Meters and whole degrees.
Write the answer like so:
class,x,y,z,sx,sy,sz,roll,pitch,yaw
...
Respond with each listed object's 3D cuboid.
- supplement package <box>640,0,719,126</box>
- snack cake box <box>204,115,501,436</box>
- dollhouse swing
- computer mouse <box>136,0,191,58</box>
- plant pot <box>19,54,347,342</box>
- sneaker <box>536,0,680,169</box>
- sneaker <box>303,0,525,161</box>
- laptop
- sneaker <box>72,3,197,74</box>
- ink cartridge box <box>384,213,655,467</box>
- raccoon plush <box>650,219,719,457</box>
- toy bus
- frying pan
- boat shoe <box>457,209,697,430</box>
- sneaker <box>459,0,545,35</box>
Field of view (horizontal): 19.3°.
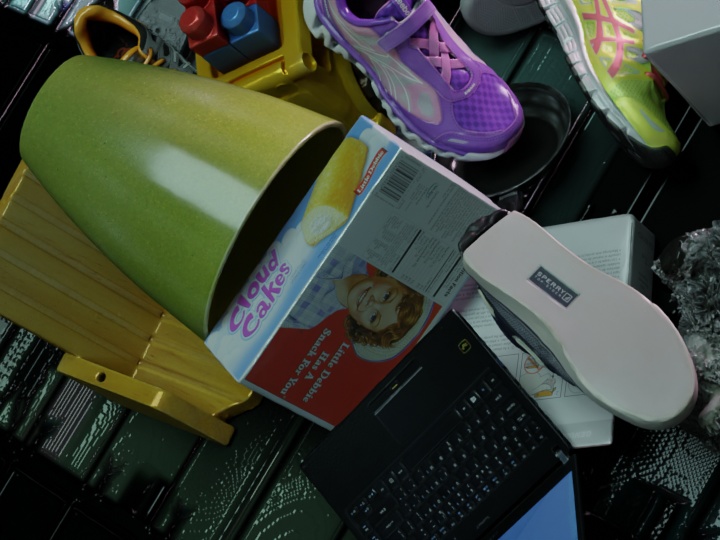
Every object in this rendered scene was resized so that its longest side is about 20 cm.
class,x,y,z,sx,sy,sz,roll,pitch,yaw
supplement package,0.304,-0.198,1.452,0.200,0.120,0.121,-14,60,28
snack cake box,-0.002,0.007,1.494,0.200,0.115,0.067,-55,36,6
dollhouse swing,-0.164,-0.006,1.636,0.182,0.176,0.200,17,75,40
computer mouse,-0.197,-0.152,1.839,0.059,0.034,0.200,30,89,21
plant pot,-0.142,-0.073,1.556,0.200,0.187,0.187,30,84,14
sneaker,0.196,-0.161,1.538,0.090,0.078,0.200,-29,54,10
sneaker,0.039,-0.163,1.552,0.200,0.088,0.080,43,70,11
laptop,0.050,0.162,1.411,0.200,0.103,0.177,50,117,13
sneaker,-0.170,-0.153,1.767,0.200,0.077,0.078,38,88,23
ink cartridge box,0.105,0.058,1.501,0.200,0.045,0.176,-9,61,32
raccoon plush,0.274,0.034,1.372,0.200,0.097,0.134,-21,63,24
toy bus,-0.073,-0.191,1.664,0.136,0.192,0.200,-23,53,25
frying pan,0.120,-0.073,1.550,0.115,0.031,0.190,-36,40,1
boat shoe,0.150,0.044,1.395,0.075,0.093,0.200,-39,58,-7
sneaker,0.150,-0.275,1.644,0.200,0.073,0.112,-41,36,14
